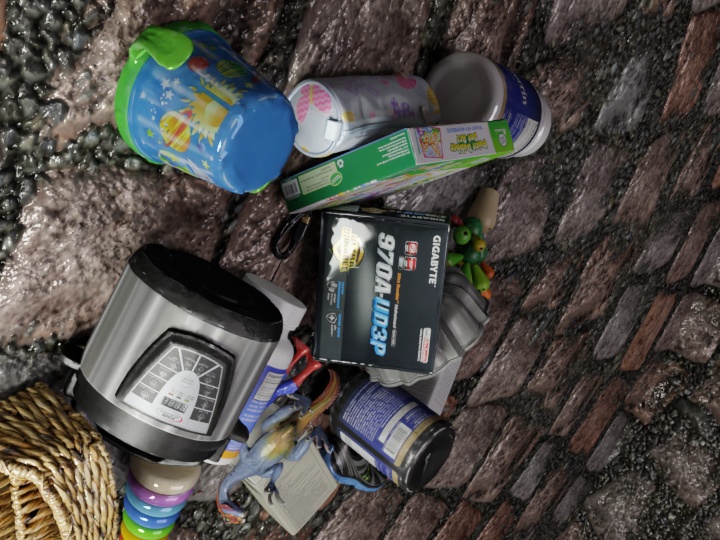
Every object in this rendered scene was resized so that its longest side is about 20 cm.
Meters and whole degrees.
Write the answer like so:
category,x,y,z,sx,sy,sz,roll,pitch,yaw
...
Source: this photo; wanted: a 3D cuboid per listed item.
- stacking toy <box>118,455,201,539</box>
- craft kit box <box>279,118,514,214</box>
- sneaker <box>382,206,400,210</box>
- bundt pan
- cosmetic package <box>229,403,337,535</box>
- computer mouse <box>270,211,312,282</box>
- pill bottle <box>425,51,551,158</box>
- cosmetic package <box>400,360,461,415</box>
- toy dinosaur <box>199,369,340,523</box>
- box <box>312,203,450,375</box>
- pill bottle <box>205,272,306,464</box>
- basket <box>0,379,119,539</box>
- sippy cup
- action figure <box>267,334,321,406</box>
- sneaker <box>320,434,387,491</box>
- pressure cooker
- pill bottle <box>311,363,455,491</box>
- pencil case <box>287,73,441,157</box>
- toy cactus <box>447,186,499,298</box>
category,x,y,z,sx,sy,sz,roll,pitch,yaw
stacking toy,-0.259,0.300,1.148,0.085,0.085,0.202,-13,134,-50
craft kit box,0.043,-0.120,1.095,0.196,0.199,0.049,-19,92,-48
sneaker,0.000,0.000,1.244,0.201,0.079,0.131,-54,146,-12
bundt pan,0.076,0.063,1.315,0.202,0.201,0.076,-43,117,-22
cosmetic package,-0.108,0.285,1.347,0.104,0.073,0.201,-45,147,-18
computer mouse,-0.098,0.018,1.155,0.058,0.034,0.202,-2,119,-54
pill bottle,0.172,-0.211,1.258,0.199,0.115,0.117,4,115,-57
cosmetic package,0.074,0.189,1.451,0.202,0.100,0.071,-66,152,-16
toy dinosaur,-0.111,0.242,1.216,0.181,0.105,0.199,-43,170,35
box,0.025,0.023,1.185,0.046,0.157,0.203,-71,167,-69
pill bottle,-0.146,0.109,1.092,0.202,0.112,0.112,-60,150,4
basket,-0.328,0.238,0.914,0.148,0.142,0.202,-26,137,-43
sippy cup,-0.131,-0.139,0.865,0.177,0.130,0.141,-5,122,-53
action figure,-0.140,0.170,1.221,0.200,0.052,0.066,-45,143,-12
sneaker,0.001,0.299,1.522,0.083,0.071,0.199,-52,147,4
pressure cooker,-0.188,0.097,0.958,0.202,0.175,0.178,-60,152,8
pill bottle,0.027,0.212,1.351,0.111,0.199,0.113,-35,144,-31
pencil case,0.007,-0.174,1.073,0.199,0.091,0.084,-13,141,-49
toy cactus,0.166,-0.046,1.448,0.200,0.101,0.167,48,59,-57
